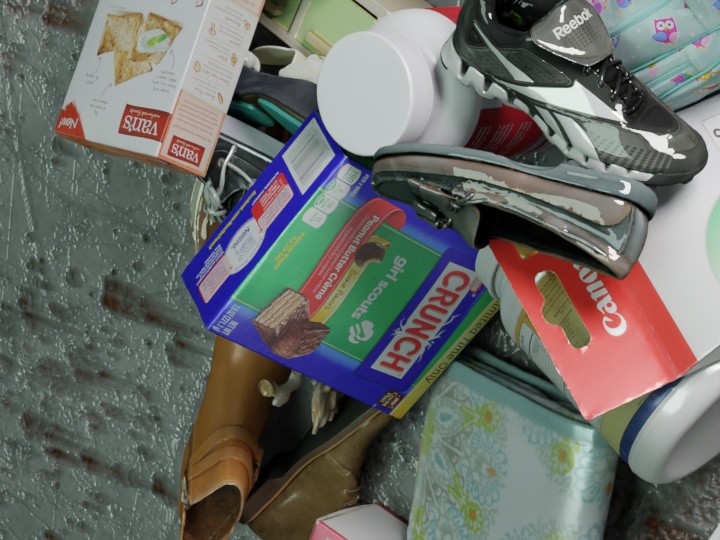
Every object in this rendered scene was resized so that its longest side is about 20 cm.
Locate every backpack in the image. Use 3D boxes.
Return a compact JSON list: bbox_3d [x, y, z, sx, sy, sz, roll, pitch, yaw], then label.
[{"bbox_3d":[0.214,-0.178,1.464,0.200,0.166,0.127,-31,82,44],"label":"backpack"}]

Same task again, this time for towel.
[{"bbox_3d":[0.112,0.163,1.637,0.200,0.048,0.172,26,115,51],"label":"towel"}]

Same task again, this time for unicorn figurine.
[{"bbox_3d":[-0.042,0.015,1.730,0.074,0.137,0.201,11,118,28],"label":"unicorn figurine"}]

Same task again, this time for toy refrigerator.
[{"bbox_3d":[-0.041,-0.222,1.717,0.200,0.070,0.076,41,119,27],"label":"toy refrigerator"}]

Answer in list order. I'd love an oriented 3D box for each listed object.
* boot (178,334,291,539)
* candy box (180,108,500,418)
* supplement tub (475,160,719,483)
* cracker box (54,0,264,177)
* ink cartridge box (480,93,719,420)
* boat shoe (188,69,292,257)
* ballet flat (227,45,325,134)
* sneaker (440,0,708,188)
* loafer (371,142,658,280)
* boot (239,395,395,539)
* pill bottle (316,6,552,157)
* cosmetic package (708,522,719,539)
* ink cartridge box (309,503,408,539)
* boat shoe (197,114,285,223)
[{"bbox_3d":[-0.097,0.121,1.759,0.073,0.155,0.201,14,122,-4],"label":"boot"},{"bbox_3d":[0.000,0.000,1.609,0.169,0.200,0.077,-50,39,18],"label":"candy box"},{"bbox_3d":[0.188,0.032,1.518,0.200,0.144,0.145,49,123,24],"label":"supplement tub"},{"bbox_3d":[-0.148,-0.182,1.688,0.134,0.058,0.201,14,85,45],"label":"cracker box"},{"bbox_3d":[0.201,-0.015,1.435,0.050,0.199,0.161,86,159,-61],"label":"ink cartridge box"},{"bbox_3d":[-0.091,-0.065,1.780,0.072,0.076,0.201,10,105,36],"label":"boat shoe"},{"bbox_3d":[-0.055,-0.136,1.665,0.200,0.073,0.073,21,110,52],"label":"ballet flat"},{"bbox_3d":[0.140,-0.128,1.417,0.200,0.066,0.091,34,141,21],"label":"sneaker"},{"bbox_3d":[0.092,-0.039,1.431,0.199,0.072,0.063,9,75,26],"label":"loafer"},{"bbox_3d":[-0.017,0.157,1.770,0.075,0.074,0.200,42,121,-7],"label":"boot"},{"bbox_3d":[0.064,-0.131,1.559,0.112,0.200,0.113,7,102,38],"label":"pill bottle"},{"bbox_3d":[0.328,0.233,1.494,0.200,0.051,0.083,45,120,26],"label":"cosmetic package"},{"bbox_3d":[0.010,0.310,1.744,0.146,0.083,0.201,32,115,31],"label":"ink cartridge box"},{"bbox_3d":[-0.090,-0.065,1.693,0.199,0.068,0.074,27,158,21],"label":"boat shoe"}]
